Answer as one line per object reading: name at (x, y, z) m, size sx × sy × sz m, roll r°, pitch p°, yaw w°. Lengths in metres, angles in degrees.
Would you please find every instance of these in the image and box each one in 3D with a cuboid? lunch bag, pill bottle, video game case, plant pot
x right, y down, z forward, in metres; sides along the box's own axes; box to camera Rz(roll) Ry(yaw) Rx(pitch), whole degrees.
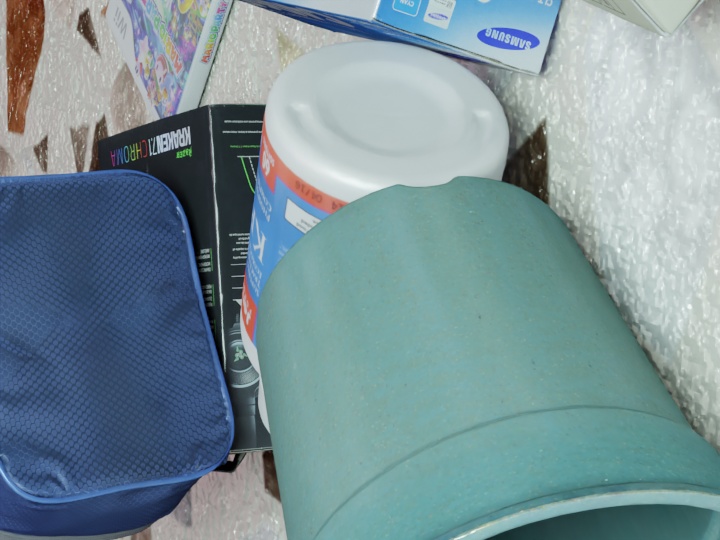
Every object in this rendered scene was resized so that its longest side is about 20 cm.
lunch bag at (-0.163, 0.044, 0.953) m, size 0.132 × 0.136 × 0.200 m, roll -42°, pitch 57°, yaw 55°
pill bottle at (0.000, 0.000, 0.859) m, size 0.200 × 0.112 × 0.112 m, roll 100°, pitch 150°, yaw -42°
video game case at (-0.117, -0.204, 1.167) m, size 0.143 × 0.018 × 0.200 m, roll 61°, pitch 141°, yaw 39°
plant pot at (0.048, 0.079, 0.731) m, size 0.196 × 0.200 × 0.200 m, roll -109°, pitch 33°, yaw -43°

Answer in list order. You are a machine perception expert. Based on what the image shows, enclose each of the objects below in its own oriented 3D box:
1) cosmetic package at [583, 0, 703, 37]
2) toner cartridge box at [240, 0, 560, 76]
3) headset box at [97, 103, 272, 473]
cosmetic package at (0.068, -0.180, 0.726) m, size 0.087 × 0.103 × 0.200 m, roll -48°, pitch 38°, yaw -2°
toner cartridge box at (0.001, -0.138, 0.875) m, size 0.200 × 0.095 × 0.043 m, roll 24°, pitch 100°, yaw 59°
headset box at (-0.075, 0.014, 1.029) m, size 0.174 × 0.093 × 0.200 m, roll -5°, pitch 88°, yaw 61°
